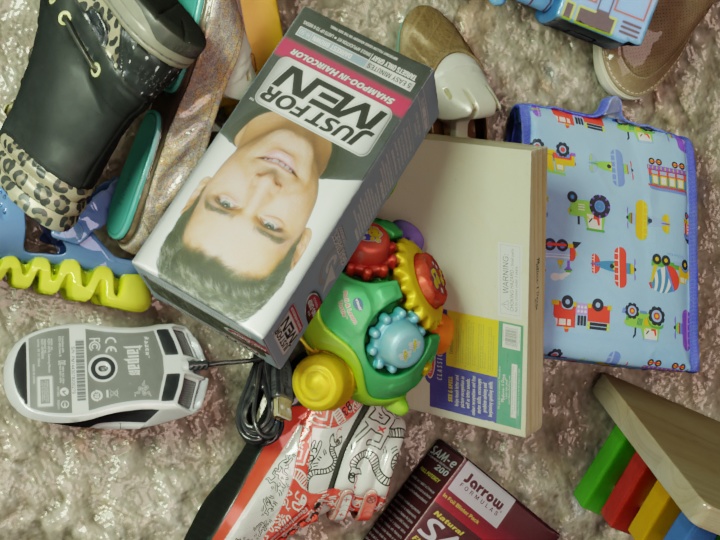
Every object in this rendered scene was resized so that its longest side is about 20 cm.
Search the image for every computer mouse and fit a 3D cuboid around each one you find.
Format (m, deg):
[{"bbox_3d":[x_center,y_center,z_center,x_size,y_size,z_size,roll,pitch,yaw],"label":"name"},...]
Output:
[{"bbox_3d":[-0.144,0.071,0.950,0.197,0.044,0.111,-1,65,-11],"label":"computer mouse"}]

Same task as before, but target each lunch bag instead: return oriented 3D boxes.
[{"bbox_3d":[0.177,-0.032,1.035,0.148,0.094,0.203,8,86,-17],"label":"lunch bag"}]

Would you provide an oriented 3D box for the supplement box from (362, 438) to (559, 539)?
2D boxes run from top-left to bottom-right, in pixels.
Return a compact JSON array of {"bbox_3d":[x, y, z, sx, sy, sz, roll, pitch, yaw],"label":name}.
[{"bbox_3d":[0.046,0.243,1.037,0.109,0.061,0.201,39,84,-19],"label":"supplement box"}]

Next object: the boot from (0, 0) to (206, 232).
[{"bbox_3d":[-0.193,-0.138,0.859,0.073,0.204,0.155,16,115,-51],"label":"boot"}]

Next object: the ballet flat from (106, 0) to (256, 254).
[{"bbox_3d":[-0.104,-0.104,0.879,0.066,0.068,0.202,13,107,-29],"label":"ballet flat"}]

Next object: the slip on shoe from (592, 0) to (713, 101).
[{"bbox_3d":[0.244,-0.221,1.036,0.076,0.061,0.201,34,86,-20],"label":"slip on shoe"}]

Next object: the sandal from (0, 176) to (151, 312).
[{"bbox_3d":[-0.227,-0.032,0.904,0.198,0.079,0.088,12,88,-27],"label":"sandal"}]

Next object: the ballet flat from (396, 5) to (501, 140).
[{"bbox_3d":[0.072,-0.090,0.990,0.067,0.072,0.203,-10,100,-29],"label":"ballet flat"}]

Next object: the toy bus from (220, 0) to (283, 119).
[{"bbox_3d":[-0.092,-0.173,0.928,0.077,0.065,0.203,-13,102,-15],"label":"toy bus"}]

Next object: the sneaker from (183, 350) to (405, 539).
[{"bbox_3d":[-0.046,0.169,0.992,0.107,0.067,0.203,33,84,-17],"label":"sneaker"}]

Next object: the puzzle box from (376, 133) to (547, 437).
[{"bbox_3d":[0.068,0.007,0.970,0.025,0.132,0.203,-19,113,-51],"label":"puzzle box"}]

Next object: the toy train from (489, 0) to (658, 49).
[{"bbox_3d":[0.130,-0.236,0.976,0.197,0.087,0.116,19,95,-11],"label":"toy train"}]

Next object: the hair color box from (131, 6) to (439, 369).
[{"bbox_3d":[-0.042,-0.053,0.857,0.098,0.061,0.201,27,74,16],"label":"hair color box"}]

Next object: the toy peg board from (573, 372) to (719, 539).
[{"bbox_3d":[0.272,0.194,1.043,0.198,0.200,0.099,23,106,-20],"label":"toy peg board"}]

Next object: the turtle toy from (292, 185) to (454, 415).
[{"bbox_3d":[0.000,0.000,0.929,0.100,0.145,0.203,-21,87,20],"label":"turtle toy"}]
